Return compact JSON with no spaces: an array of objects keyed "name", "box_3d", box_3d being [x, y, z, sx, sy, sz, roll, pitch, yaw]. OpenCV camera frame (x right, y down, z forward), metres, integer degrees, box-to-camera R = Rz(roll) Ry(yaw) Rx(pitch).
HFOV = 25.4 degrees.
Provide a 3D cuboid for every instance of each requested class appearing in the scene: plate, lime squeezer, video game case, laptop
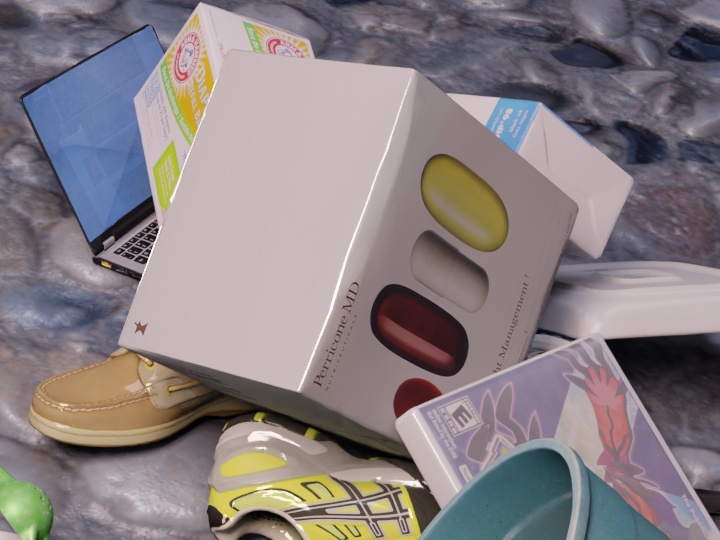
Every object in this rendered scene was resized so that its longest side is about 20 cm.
[{"name":"plate","box_3d":[0.201,0.018,1.169,0.198,0.033,0.200,-4,7,-22]},{"name":"lime squeezer","box_3d":[-0.191,0.148,0.807,0.070,0.038,0.201,-2,64,-3]},{"name":"video game case","box_3d":[0.131,0.144,0.914,0.182,0.023,0.201,-17,71,-45]},{"name":"laptop","box_3d":[-0.130,-0.083,1.233,0.199,0.116,0.187,20,33,17]}]

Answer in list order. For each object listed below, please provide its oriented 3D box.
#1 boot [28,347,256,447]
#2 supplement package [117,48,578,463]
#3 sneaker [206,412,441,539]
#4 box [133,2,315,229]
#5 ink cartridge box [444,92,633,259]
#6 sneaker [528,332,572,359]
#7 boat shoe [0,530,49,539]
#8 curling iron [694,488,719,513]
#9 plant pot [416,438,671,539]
[{"name":"boot","box_3d":[-0.117,0.023,1.016,0.199,0.156,0.073,-10,30,-34]},{"name":"supplement package","box_3d":[0.000,0.000,0.951,0.146,0.192,0.200,12,-12,39]},{"name":"sneaker","box_3d":[0.003,0.153,0.945,0.199,0.076,0.077,16,59,7]},{"name":"box","box_3d":[-0.085,-0.081,1.170,0.101,0.113,0.201,14,43,-34]},{"name":"ink cartridge box","box_3d":[0.081,-0.074,1.150,0.116,0.067,0.199,33,-12,-38]},{"name":"sneaker","box_3d":[0.084,0.081,1.079,0.199,0.077,0.085,22,38,36]},{"name":"boat shoe","box_3d":[-0.132,0.185,0.849,0.199,0.069,0.057,11,61,0]},{"name":"curling iron","box_3d":[0.156,0.135,1.027,0.199,0.050,0.026,13,2,-11]},{"name":"plant pot","box_3d":[0.110,0.211,0.730,0.187,0.200,0.200,34,29,-10]}]
